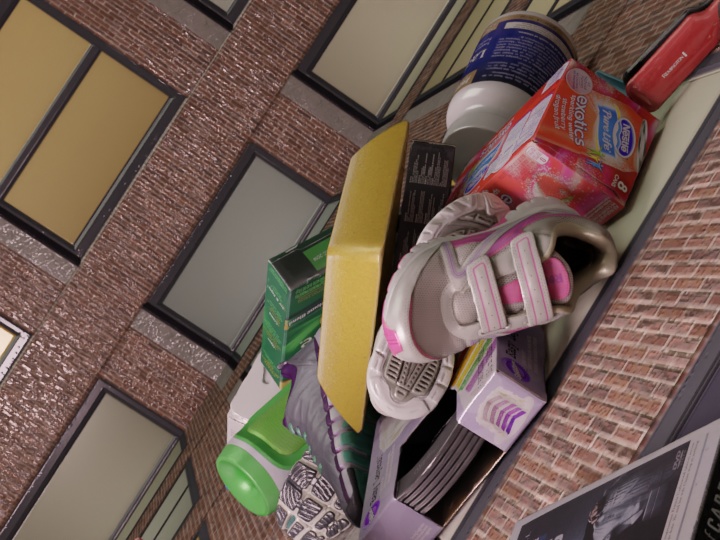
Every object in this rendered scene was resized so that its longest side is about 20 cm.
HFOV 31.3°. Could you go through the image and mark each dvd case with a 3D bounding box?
[{"bbox_3d":[0.113,0.168,0.649,0.200,0.025,0.151,-45,14,54],"label":"dvd case"}]

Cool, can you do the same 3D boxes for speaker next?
[{"bbox_3d":[-0.048,0.151,1.283,0.200,0.089,0.088,-40,-1,-29],"label":"speaker"}]

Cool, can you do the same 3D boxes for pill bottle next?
[{"bbox_3d":[0.158,-0.178,1.379,0.116,0.115,0.201,-48,13,48],"label":"pill bottle"}]

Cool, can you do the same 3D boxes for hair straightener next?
[{"bbox_3d":[0.285,-0.222,1.049,0.201,0.041,0.077,-54,9,20],"label":"hair straightener"}]

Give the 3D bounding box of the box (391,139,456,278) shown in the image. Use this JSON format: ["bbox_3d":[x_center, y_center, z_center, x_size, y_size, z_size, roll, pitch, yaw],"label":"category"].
[{"bbox_3d":[0.058,-0.019,1.249,0.161,0.049,0.202,-49,-33,-88],"label":"box"}]

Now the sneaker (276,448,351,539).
[{"bbox_3d":[-0.002,0.174,1.217,0.201,0.077,0.080,-53,-12,1],"label":"sneaker"}]

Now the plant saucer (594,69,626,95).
[{"bbox_3d":[0.226,-0.146,1.197,0.070,0.019,0.200,-56,7,10],"label":"plant saucer"}]

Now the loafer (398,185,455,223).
[{"bbox_3d":[0.073,-0.053,1.387,0.071,0.063,0.200,9,36,41],"label":"loafer"}]

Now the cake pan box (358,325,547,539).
[{"bbox_3d":[0.072,0.114,1.006,0.185,0.052,0.200,-56,8,23],"label":"cake pan box"}]

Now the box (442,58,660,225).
[{"bbox_3d":[0.150,-0.073,1.089,0.100,0.095,0.200,-61,8,-31],"label":"box"}]

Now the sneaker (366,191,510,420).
[{"bbox_3d":[0.054,0.027,1.021,0.201,0.078,0.099,-58,5,-17],"label":"sneaker"}]

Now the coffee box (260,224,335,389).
[{"bbox_3d":[-0.037,0.032,1.283,0.122,0.044,0.201,-28,-25,-24],"label":"coffee box"}]

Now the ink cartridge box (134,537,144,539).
[{"bbox_3d":[-0.105,0.286,0.871,0.145,0.199,0.085,-48,14,45],"label":"ink cartridge box"}]

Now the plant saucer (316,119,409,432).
[{"bbox_3d":[0.000,0.000,1.105,0.201,0.048,0.201,-76,-6,-52],"label":"plant saucer"}]

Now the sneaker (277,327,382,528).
[{"bbox_3d":[-0.025,0.149,1.147,0.087,0.074,0.201,-34,46,27],"label":"sneaker"}]

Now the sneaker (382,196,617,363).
[{"bbox_3d":[0.104,0.005,0.924,0.199,0.082,0.088,-30,20,-25],"label":"sneaker"}]

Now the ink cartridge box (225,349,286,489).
[{"bbox_3d":[-0.084,0.161,1.433,0.201,0.084,0.145,100,-165,-59],"label":"ink cartridge box"}]
